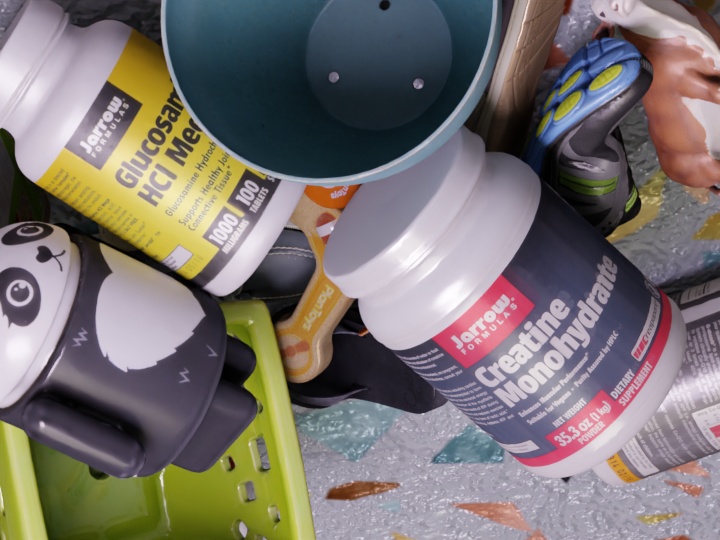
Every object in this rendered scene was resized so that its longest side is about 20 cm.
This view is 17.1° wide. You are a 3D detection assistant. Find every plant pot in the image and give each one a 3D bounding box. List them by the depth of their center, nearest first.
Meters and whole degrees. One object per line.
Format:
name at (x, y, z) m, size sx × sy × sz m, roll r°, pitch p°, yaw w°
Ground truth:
plant pot at (-0.004, -0.142, 1.425) m, size 0.199 × 0.202 × 0.135 m, roll -13°, pitch 170°, yaw 12°
plant pot at (-0.162, 0.137, 1.620) m, size 0.199 × 0.201 × 0.181 m, roll -11°, pitch 178°, yaw -25°

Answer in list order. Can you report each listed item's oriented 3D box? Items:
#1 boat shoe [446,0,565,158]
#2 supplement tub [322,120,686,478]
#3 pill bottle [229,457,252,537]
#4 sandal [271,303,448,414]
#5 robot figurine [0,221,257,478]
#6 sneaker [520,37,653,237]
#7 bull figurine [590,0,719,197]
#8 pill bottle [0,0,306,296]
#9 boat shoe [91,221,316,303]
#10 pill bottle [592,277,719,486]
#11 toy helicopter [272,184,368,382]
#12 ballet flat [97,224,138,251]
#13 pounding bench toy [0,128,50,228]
boat shoe at (0.080, -0.132, 1.502) m, size 0.065 × 0.072 × 0.201 m, roll 28°, pitch 135°, yaw 17°
supplement tub at (0.089, 0.018, 1.467) m, size 0.200 × 0.141 × 0.140 m, roll 41°, pitch 123°, yaw -19°
pill bottle at (-0.185, 0.179, 1.778) m, size 0.198 × 0.114 × 0.114 m, roll 5°, pitch 136°, yaw -8°
sandal at (-0.016, 0.062, 1.647) m, size 0.043 × 0.077 × 0.199 m, roll -20°, pitch -170°, yaw -35°
robot figurine at (-0.159, 0.049, 1.459) m, size 0.199 × 0.150 × 0.126 m, roll 26°, pitch 87°, yaw -24°
sneaker at (0.145, -0.070, 1.505) m, size 0.082 × 0.071 × 0.200 m, roll 21°, pitch 139°, yaw -1°
bull figurine at (0.213, -0.115, 1.507) m, size 0.065 × 0.121 × 0.200 m, roll -50°, pitch 143°, yaw -16°
pill bottle at (-0.138, -0.080, 1.466) m, size 0.199 × 0.113 × 0.113 m, roll 32°, pitch 128°, yaw -13°
boat shoe at (-0.104, 0.010, 1.644) m, size 0.198 × 0.062 × 0.073 m, roll -2°, pitch 134°, yaw -1°
pill bottle at (0.246, 0.068, 1.677) m, size 0.199 × 0.117 × 0.117 m, roll -21°, pitch 133°, yaw 19°
toy helicopter at (0.000, 0.000, 1.571) m, size 0.132 × 0.079 × 0.201 m, roll 35°, pitch 121°, yaw 7°
ballet flat at (-0.104, -0.069, 1.566) m, size 0.066 × 0.057 × 0.200 m, roll 32°, pitch 126°, yaw -32°
pounding bench toy at (-0.304, -0.055, 1.526) m, size 0.155 × 0.125 × 0.201 m, roll -9°, pitch 135°, yaw 8°
